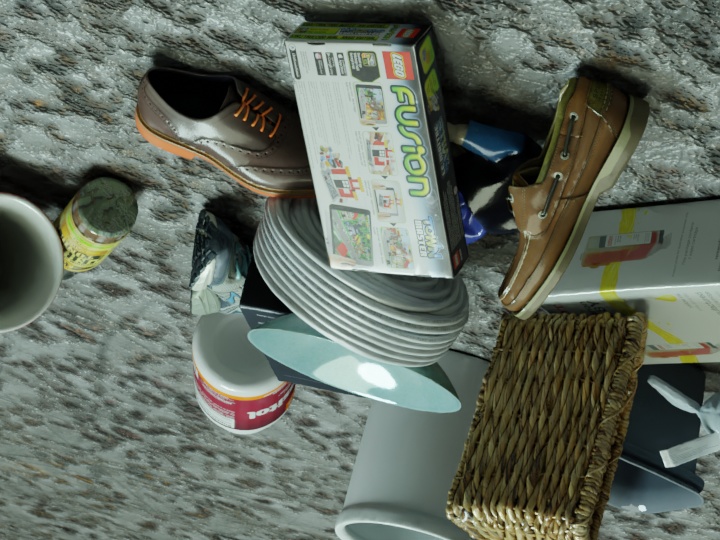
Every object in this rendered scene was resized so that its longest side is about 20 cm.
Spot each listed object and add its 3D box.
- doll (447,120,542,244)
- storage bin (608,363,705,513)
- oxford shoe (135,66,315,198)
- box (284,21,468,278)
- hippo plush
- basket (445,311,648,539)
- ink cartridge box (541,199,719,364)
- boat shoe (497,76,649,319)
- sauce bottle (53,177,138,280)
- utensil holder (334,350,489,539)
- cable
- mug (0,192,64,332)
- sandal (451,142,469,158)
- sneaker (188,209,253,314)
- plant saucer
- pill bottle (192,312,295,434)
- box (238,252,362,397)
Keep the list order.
[{"bbox_3d":[0.094,-0.065,1.538,0.199,0.049,0.137,-21,122,25],"label":"doll"},{"bbox_3d":[0.238,0.138,1.896,0.200,0.135,0.145,26,156,-23],"label":"storage bin"},{"bbox_3d":[-0.090,-0.114,1.596,0.199,0.071,0.073,16,154,1],"label":"oxford shoe"},{"bbox_3d":[0.014,-0.090,1.487,0.110,0.035,0.201,5,123,25],"label":"box"},{"bbox_3d":[0.394,0.171,1.834,0.199,0.160,0.161,-13,162,16],"label":"hippo plush"},{"bbox_3d":[0.186,0.147,1.632,0.149,0.201,0.143,-1,152,42],"label":"basket"},{"bbox_3d":[0.266,0.014,1.640,0.199,0.084,0.145,-4,151,42],"label":"ink cartridge box"},{"bbox_3d":[0.143,-0.058,1.474,0.068,0.072,0.200,23,114,-8],"label":"boat shoe"},{"bbox_3d":[-0.272,-0.034,1.922,0.064,0.065,0.200,21,158,-14],"label":"sauce bottle"},{"bbox_3d":[0.079,0.203,2.076,0.169,0.201,0.170,14,159,6],"label":"utensil holder"},{"bbox_3d":[0.000,0.000,1.650,0.199,0.200,0.069,24,114,-22],"label":"cable"},{"bbox_3d":[-0.385,-0.028,1.948,0.133,0.178,0.200,-2,180,-22],"label":"mug"},{"bbox_3d":[0.052,-0.071,1.618,0.081,0.055,0.200,6,156,22],"label":"sandal"},{"bbox_3d":[-0.120,-0.006,1.896,0.086,0.078,0.200,6,167,-2],"label":"sneaker"},{"bbox_3d":[-0.001,0.073,1.727,0.200,0.039,0.201,17,166,4],"label":"plant saucer"},{"bbox_3d":[-0.124,0.108,2.102,0.112,0.113,0.200,15,159,2],"label":"pill bottle"},{"bbox_3d":[-0.018,0.039,1.869,0.147,0.105,0.200,10,158,13],"label":"box"}]
